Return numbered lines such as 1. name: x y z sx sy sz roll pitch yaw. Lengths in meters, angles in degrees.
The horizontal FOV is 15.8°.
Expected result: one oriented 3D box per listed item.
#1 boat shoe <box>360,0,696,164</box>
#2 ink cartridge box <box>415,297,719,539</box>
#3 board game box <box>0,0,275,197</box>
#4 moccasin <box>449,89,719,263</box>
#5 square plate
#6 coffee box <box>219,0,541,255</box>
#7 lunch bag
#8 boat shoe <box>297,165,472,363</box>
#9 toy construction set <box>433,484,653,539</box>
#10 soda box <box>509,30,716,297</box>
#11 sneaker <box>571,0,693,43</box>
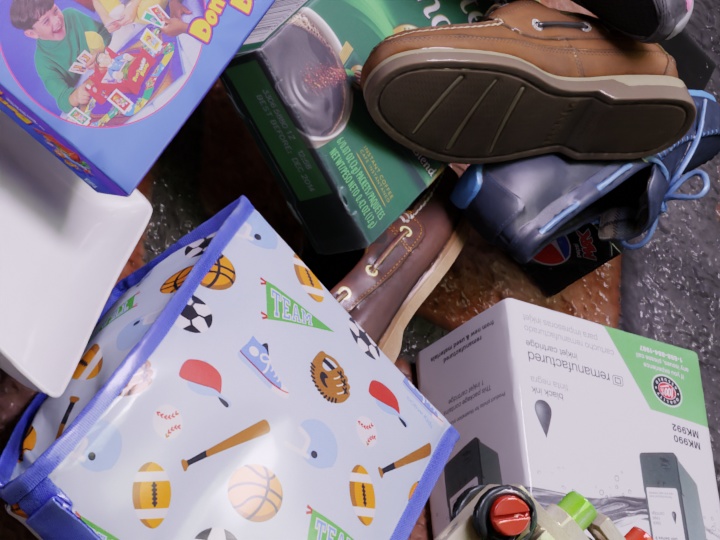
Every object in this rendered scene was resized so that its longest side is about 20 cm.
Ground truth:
1. boat shoe: 0.078 -0.100 1.336 0.199 0.072 0.068 6 49 -36
2. ink cartridge box: 0.116 0.133 1.368 0.146 0.084 0.201 16 56 -35
3. board game box: -0.108 -0.155 1.244 0.134 0.045 0.200 41 76 -23
4. moccasin: 0.133 -0.042 1.412 0.200 0.081 0.068 -20 64 -36
5. square plate: -0.194 -0.048 1.204 0.198 0.028 0.200 44 25 -13
6. coffee box: 0.018 -0.114 1.347 0.200 0.044 0.123 -45 115 -39
7. lunch bag: -0.069 0.097 1.195 0.170 0.124 0.200 45 35 -13
8. boat shoe: 0.000 0.000 1.354 0.070 0.070 0.200 46 43 -16
9. toy construction set: 0.069 0.176 1.198 0.131 0.092 0.200 47 62 -7
10. soda box: 0.142 -0.077 1.540 0.071 0.063 0.200 45 44 -13
11. sneaker: 0.078 -0.176 1.324 0.200 0.079 0.095 41 58 5
